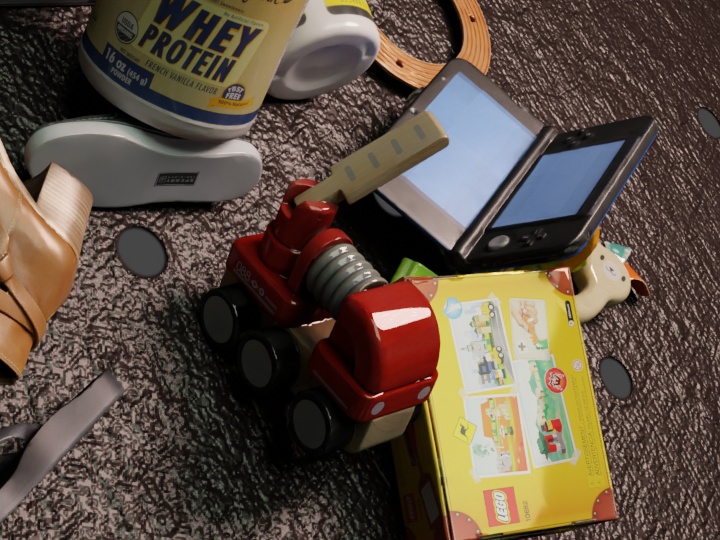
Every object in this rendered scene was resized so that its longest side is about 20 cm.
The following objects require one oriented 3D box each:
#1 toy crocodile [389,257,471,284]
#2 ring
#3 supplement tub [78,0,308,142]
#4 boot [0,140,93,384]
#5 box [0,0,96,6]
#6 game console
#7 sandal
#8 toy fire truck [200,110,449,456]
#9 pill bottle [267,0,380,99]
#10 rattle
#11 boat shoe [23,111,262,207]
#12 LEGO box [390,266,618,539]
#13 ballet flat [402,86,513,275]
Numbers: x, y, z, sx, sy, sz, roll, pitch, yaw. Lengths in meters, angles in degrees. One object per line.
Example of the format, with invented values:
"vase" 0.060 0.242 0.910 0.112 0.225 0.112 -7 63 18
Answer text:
"toy crocodile" 0.107 0.054 1.177 0.198 0.062 0.068 29 80 -17
"ring" 0.046 -0.252 1.353 0.199 0.019 0.203 21 52 -28
"supplement tub" -0.108 -0.212 1.013 0.143 0.202 0.145 23 25 -11
"boot" -0.274 -0.030 0.899 0.198 0.074 0.156 29 52 -19
"box" -0.224 -0.258 1.055 0.198 0.116 0.061 -12 70 -45
"game console" 0.126 -0.101 1.162 0.200 0.169 0.119 -51 121 -41
"sandal" -0.218 0.119 0.852 0.043 0.076 0.200 48 33 -6
"toy fire truck" 0.000 0.000 0.991 0.128 0.202 0.176 -12 47 -42
"pill bottle" -0.064 -0.259 1.195 0.110 0.111 0.202 -4 67 -41
"rattle" 0.226 -0.027 1.278 0.198 0.144 0.131 8 41 -30
"boat shoe" -0.164 -0.089 1.041 0.198 0.069 0.057 2 44 -42
"LEGO box" 0.100 0.106 1.072 0.147 0.077 0.203 -3 76 -24
"ballet flat" 0.079 -0.078 1.224 0.071 0.072 0.203 -6 69 -42
